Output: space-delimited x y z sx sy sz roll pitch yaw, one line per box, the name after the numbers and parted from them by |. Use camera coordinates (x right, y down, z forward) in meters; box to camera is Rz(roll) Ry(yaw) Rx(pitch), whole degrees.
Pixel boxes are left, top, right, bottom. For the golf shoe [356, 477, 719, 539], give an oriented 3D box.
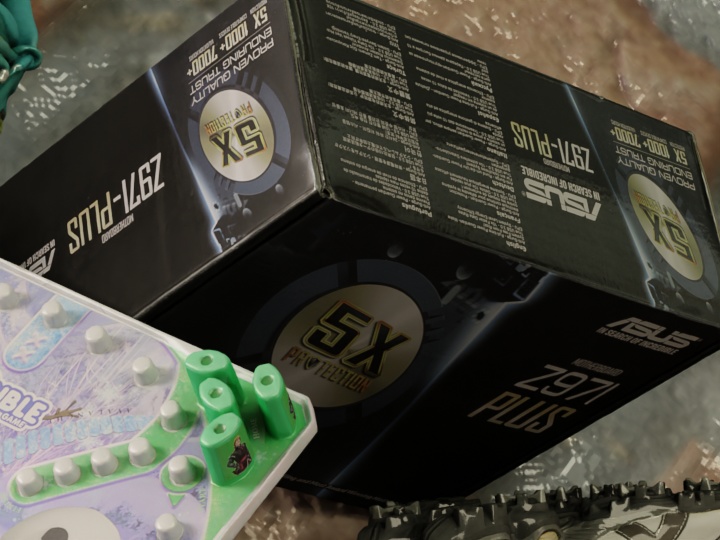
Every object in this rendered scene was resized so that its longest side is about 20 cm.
0.081 0.123 1.075 0.200 0.078 0.095 -3 85 -39 | golf shoe

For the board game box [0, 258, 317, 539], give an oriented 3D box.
-0.148 0.072 0.888 0.200 0.026 0.200 23 60 30 | board game box

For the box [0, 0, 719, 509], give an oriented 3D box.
0.000 0.000 1.009 0.200 0.164 0.086 18 50 -41 | box

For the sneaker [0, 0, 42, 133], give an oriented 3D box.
-0.154 -0.063 1.047 0.077 0.080 0.200 28 46 -30 | sneaker
